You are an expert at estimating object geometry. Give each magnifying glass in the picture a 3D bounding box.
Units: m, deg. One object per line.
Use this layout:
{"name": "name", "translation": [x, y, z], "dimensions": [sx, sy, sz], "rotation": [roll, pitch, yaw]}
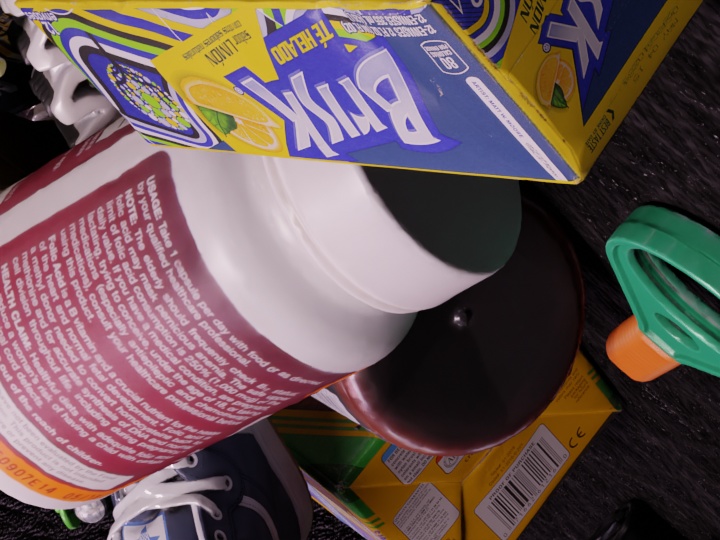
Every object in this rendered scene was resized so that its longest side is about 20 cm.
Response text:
{"name": "magnifying glass", "translation": [0.113, 0.018, 0.878], "dimensions": [0.080, 0.022, 0.200], "rotation": [40, 170, 3]}

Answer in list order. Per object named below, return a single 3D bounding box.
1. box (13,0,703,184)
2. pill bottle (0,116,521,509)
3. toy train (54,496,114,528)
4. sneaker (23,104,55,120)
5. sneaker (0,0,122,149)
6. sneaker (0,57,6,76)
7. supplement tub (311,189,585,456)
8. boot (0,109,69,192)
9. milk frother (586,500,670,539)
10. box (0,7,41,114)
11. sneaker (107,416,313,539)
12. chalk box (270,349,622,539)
{"name": "box", "translation": [-0.005, -0.072, 0.643], "dimensions": [0.064, 0.070, 0.200], "rotation": [45, 160, -29]}
{"name": "pill bottle", "translation": [-0.051, -0.004, 0.855], "dimensions": [0.199, 0.115, 0.114], "rotation": [-27, 121, 33]}
{"name": "toy train", "translation": [-0.112, 0.049, 1.139], "dimensions": [0.200, 0.041, 0.057], "rotation": [-82, -26, -66]}
{"name": "sneaker", "translation": [-0.107, -0.077, 1.225], "dimensions": [0.201, 0.115, 0.076], "rotation": [-103, 13, -50]}
{"name": "sneaker", "translation": [-0.107, -0.141, 0.884], "dimensions": [0.201, 0.081, 0.075], "rotation": [67, 174, -26]}
{"name": "sneaker", "translation": [-0.160, -0.054, 0.904], "dimensions": [0.201, 0.076, 0.076], "rotation": [76, 176, -47]}
{"name": "supplement tub", "translation": [0.000, 0.000, 0.997], "dimensions": [0.107, 0.107, 0.200], "rotation": [45, 172, -26]}
{"name": "boot", "translation": [-0.162, 0.012, 1.076], "dimensions": [0.073, 0.156, 0.200], "rotation": [52, -160, 28]}
{"name": "milk frother", "translation": [0.154, 0.252, 1.301], "dimensions": [0.188, 0.200, 0.181], "rotation": [40, 168, 3]}
{"name": "box", "translation": [-0.193, -0.111, 0.981], "dimensions": [0.200, 0.158, 0.046], "rotation": [20, -123, -51]}
{"name": "sneaker", "translation": [-0.088, 0.067, 0.978], "dimensions": [0.200, 0.070, 0.109], "rotation": [56, -153, -23]}
{"name": "chalk box", "translation": [-0.005, 0.036, 1.150], "dimensions": [0.200, 0.125, 0.124], "rotation": [32, 169, 42]}
